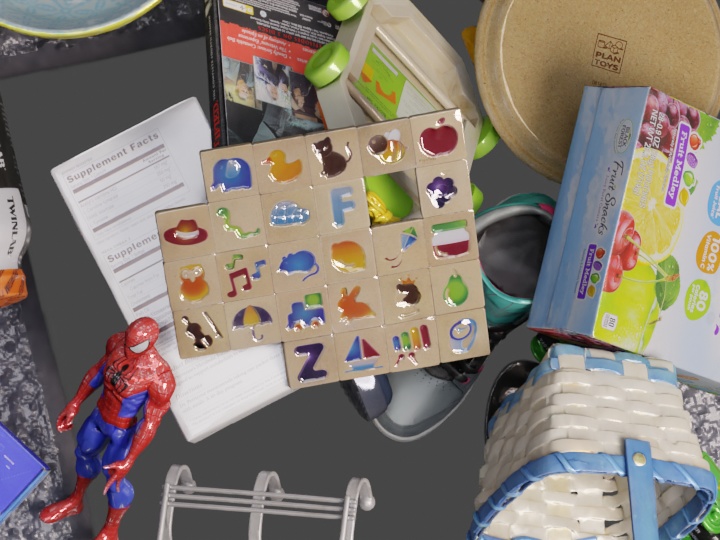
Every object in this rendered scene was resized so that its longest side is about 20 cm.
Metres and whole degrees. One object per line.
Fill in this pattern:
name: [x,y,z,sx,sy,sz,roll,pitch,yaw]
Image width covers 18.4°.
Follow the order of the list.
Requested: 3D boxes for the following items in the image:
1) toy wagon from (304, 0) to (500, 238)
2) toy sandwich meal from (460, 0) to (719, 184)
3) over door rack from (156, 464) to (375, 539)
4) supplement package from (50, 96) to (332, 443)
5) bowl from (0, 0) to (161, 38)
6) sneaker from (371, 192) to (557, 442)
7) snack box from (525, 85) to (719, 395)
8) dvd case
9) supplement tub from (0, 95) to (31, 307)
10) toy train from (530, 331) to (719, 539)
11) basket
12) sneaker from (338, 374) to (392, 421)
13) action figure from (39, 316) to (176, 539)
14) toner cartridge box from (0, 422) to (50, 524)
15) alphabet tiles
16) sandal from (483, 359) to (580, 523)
toy wagon: [0.023,-0.096,1.483,0.155,0.039,0.201,44,41,-26]
toy sandwich meal: [0.159,-0.153,1.551,0.204,0.070,0.206,0,90,-12]
over door rack: [-0.076,0.231,1.465,0.147,0.067,0.201,2,64,21]
supplement package: [-0.112,0.002,1.491,0.109,0.114,0.201,-27,87,-4]
bowl: [-0.200,-0.247,1.511,0.199,0.108,0.201,0,85,-4]
sneaker: [0.077,0.029,1.498,0.083,0.121,0.200,34,84,0]
snack box: [0.217,-0.015,1.488,0.199,0.068,0.170,18,83,-41]
dvd case: [-0.036,-0.093,1.482,0.145,0.022,0.201,12,58,-33]
supplement tub: [-0.290,-0.068,1.481,0.122,0.123,0.201,-14,86,-5]
toy train: [0.192,0.104,1.533,0.200,0.042,0.056,52,47,0]
basket: [0.147,0.159,1.410,0.138,0.176,0.201,12,63,-14]
sneaker: [0.000,0.000,1.510,0.082,0.070,0.201,-16,76,-9]
action figure: [-0.163,0.105,1.445,0.052,0.201,0.065,-19,53,-43]
toner cartridge box: [-0.314,0.102,1.504,0.200,0.043,0.095,43,85,1]
alphabet tiles: [-0.024,-0.007,1.404,0.199,0.008,0.168,-10,111,-4]
sandal: [0.125,0.161,1.527,0.075,0.045,0.201,-1,85,-4]
